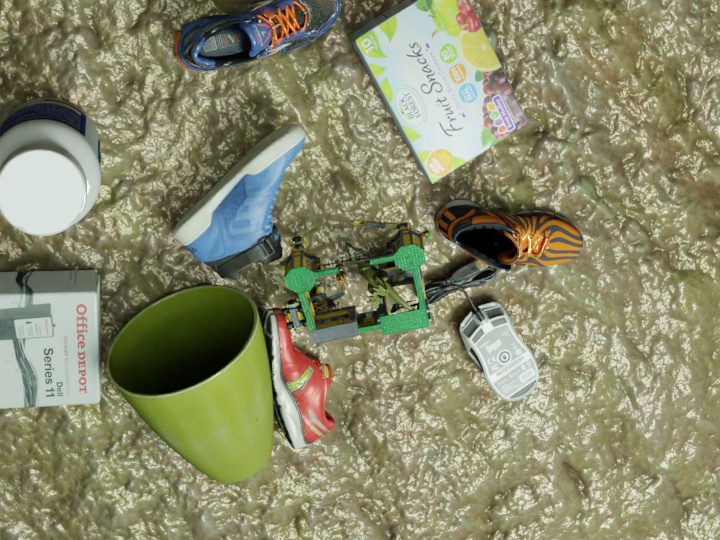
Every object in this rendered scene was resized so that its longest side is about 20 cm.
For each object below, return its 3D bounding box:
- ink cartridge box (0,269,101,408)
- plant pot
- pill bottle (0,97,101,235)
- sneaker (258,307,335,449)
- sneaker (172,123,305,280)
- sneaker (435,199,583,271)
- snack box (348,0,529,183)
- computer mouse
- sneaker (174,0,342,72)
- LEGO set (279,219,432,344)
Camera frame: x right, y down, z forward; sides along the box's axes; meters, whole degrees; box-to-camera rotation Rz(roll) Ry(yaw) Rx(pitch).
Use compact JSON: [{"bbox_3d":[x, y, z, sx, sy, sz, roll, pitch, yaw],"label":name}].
[{"bbox_3d":[-0.404,0.081,1.369,0.198,0.083,0.148,-2,110,-13],"label":"ink cartridge box"},{"bbox_3d":[-0.179,0.154,1.409,0.186,0.187,0.201,-23,126,-4],"label":"plant pot"},{"bbox_3d":[-0.338,-0.109,1.256,0.119,0.200,0.121,-4,109,-11],"label":"pill bottle"},{"bbox_3d":[-0.079,0.127,1.473,0.084,0.077,0.201,-22,119,-16],"label":"sneaker"},{"bbox_3d":[-0.115,-0.074,1.383,0.200,0.077,0.111,-43,106,8],"label":"sneaker"},{"bbox_3d":[0.196,-0.030,1.450,0.198,0.112,0.078,6,107,-15],"label":"sneaker"},{"bbox_3d":[0.094,-0.227,1.393,0.142,0.053,0.201,-31,112,1],"label":"snack box"},{"bbox_3d":[0.163,0.081,1.521,0.109,0.044,0.201,-31,107,-6],"label":"computer mouse"},{"bbox_3d":[-0.111,-0.267,1.319,0.199,0.078,0.076,-24,113,-4],"label":"sneaker"},{"bbox_3d":[0.000,0.000,1.415,0.198,0.116,0.154,-18,124,10],"label":"LEGO set"}]
